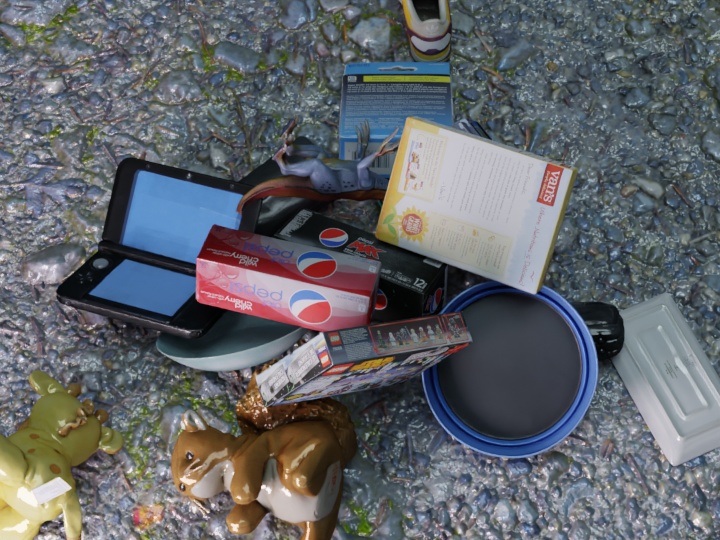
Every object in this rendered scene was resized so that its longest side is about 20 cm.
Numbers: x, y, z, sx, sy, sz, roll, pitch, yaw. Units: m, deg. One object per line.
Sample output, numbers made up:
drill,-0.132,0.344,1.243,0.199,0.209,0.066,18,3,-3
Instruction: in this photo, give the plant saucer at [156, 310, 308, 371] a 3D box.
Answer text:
plant saucer,-0.135,0.075,1.710,0.199,0.039,0.201,-13,18,4

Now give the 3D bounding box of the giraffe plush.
giraffe plush,-0.356,0.199,1.634,0.198,0.174,0.163,-10,30,28

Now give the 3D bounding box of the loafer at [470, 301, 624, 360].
loafer,0.209,0.071,1.742,0.198,0.069,0.071,-3,39,4

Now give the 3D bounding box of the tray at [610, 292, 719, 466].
tray,0.363,0.120,1.732,0.106,0.022,0.201,-20,63,-11

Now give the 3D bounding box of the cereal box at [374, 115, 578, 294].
cereal box,0.127,-0.074,1.648,0.198,0.039,0.145,20,103,15

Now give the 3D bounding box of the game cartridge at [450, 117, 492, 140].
game cartridge,0.158,-0.121,1.758,0.038,0.200,0.130,-34,87,11

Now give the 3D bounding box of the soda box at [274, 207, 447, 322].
soda box,0.000,0.000,1.704,0.198,0.071,0.063,22,46,22

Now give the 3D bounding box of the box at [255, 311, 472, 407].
box,0.005,0.095,1.594,0.198,0.137,0.040,-7,71,-39

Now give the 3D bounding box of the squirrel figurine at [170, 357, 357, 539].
squirrel figurine,-0.109,0.202,1.651,0.185,0.143,0.201,10,47,18

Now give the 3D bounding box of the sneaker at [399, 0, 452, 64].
sneaker,0.084,-0.374,1.970,0.074,0.090,0.202,-12,59,-5

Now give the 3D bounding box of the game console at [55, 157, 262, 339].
game console,-0.236,-0.029,1.737,0.198,0.118,0.176,13,34,20

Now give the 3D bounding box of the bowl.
bowl,0.169,0.110,1.682,0.198,0.039,0.203,0,91,6

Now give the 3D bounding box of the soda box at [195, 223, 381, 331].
soda box,-0.080,0.013,1.641,0.198,0.071,0.064,12,42,6

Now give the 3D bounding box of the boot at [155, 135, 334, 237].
boot,-0.144,-0.109,1.839,0.199,0.066,0.165,-35,78,-11

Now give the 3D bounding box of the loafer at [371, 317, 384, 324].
loafer,0.008,0.062,1.749,0.199,0.076,0.069,-35,50,-28

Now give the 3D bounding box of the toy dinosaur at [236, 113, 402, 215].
toy dinosaur,-0.017,-0.111,1.748,0.181,0.201,0.105,34,19,-14

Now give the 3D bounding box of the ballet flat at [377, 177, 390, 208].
ballet flat,0.069,-0.063,1.785,0.063,0.068,0.201,-47,36,23

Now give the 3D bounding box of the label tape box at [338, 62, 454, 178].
label tape box,0.046,-0.193,1.878,0.141,0.067,0.201,0,33,1
